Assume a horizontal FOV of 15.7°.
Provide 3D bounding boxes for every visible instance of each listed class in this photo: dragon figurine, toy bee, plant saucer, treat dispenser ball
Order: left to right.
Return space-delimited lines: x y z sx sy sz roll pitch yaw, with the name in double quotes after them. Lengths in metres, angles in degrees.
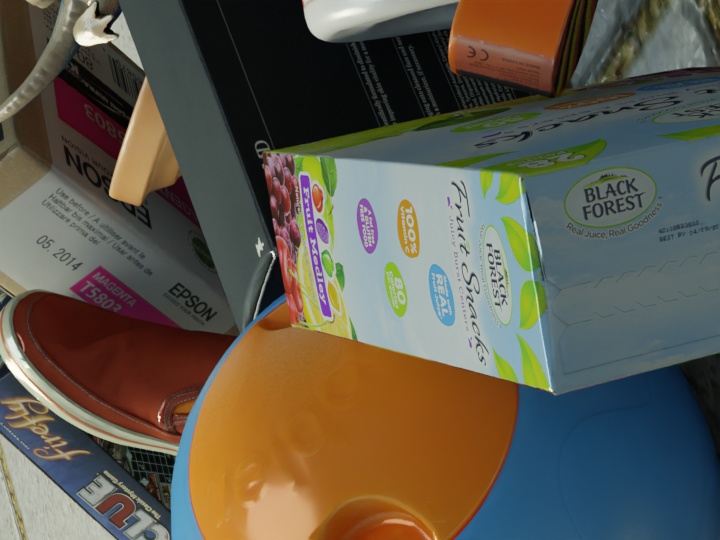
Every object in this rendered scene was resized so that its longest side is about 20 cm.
-0.109 -0.147 1.169 0.200 0.059 0.099 -65 -6 24 "dragon figurine"
-0.069 -0.123 1.229 0.200 0.032 0.200 -159 90 -87 "plant saucer"
0.031 0.089 0.948 0.201 0.201 0.201 169 90 -70 "treat dispenser ball"
0.083 -0.144 0.867 0.131 0.200 0.109 36 176 14 "toy bee"

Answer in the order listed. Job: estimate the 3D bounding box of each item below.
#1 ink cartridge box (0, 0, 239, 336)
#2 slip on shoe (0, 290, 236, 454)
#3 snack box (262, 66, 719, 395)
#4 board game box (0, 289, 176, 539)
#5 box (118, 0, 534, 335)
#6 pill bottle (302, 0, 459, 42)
-0.142 -0.047 1.330 0.200 0.075 0.165 40 -157 -41 "ink cartridge box"
-0.076 0.054 1.243 0.074 0.200 0.061 -73 9 -52 "slip on shoe"
0.084 -0.020 0.802 0.200 0.169 0.068 -168 67 -66 "snack box"
-0.137 0.046 1.359 0.135 0.035 0.200 46 -159 -25 "board game box"
-0.007 -0.082 1.052 0.079 0.141 0.200 112 143 -55 "box"
0.018 -0.193 0.970 0.114 0.114 0.200 168 91 -70 "pill bottle"
